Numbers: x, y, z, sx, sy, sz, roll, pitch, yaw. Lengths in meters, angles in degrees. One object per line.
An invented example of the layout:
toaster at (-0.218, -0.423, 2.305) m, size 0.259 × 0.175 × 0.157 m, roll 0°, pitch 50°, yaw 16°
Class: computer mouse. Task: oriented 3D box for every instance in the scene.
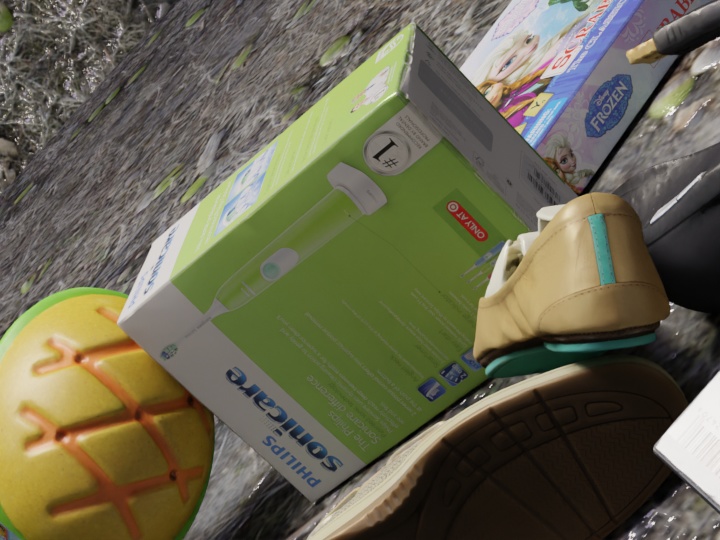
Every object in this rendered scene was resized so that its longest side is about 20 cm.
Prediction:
computer mouse at (0.139, -0.034, 0.643) m, size 0.199 × 0.140 × 0.046 m, roll -22°, pitch 42°, yaw 52°

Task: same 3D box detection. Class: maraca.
maraca at (-0.141, 0.105, 0.887) m, size 0.107 × 0.136 × 0.202 m, roll -30°, pitch 45°, yaw 56°

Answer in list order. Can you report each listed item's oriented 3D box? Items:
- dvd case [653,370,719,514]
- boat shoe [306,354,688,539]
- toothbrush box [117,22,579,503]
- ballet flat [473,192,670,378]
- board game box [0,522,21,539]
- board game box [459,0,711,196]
dvd case at (0.194, 0.018, 0.477) m, size 0.200 × 0.025 × 0.150 m, roll -49°, pitch 40°, yaw 3°
boat shoe at (0.044, 0.090, 0.694) m, size 0.199 × 0.072 × 0.065 m, roll -37°, pitch 10°, yaw 21°
toothbrush box at (0.000, 0.000, 0.867) m, size 0.200 × 0.146 × 0.086 m, roll -39°, pitch 19°, yaw 25°
ballet flat at (0.085, 0.007, 0.711) m, size 0.068 × 0.064 × 0.200 m, roll -9°, pitch -6°, yaw -8°
board game box at (-0.173, 0.183, 0.779) m, size 0.103 × 0.200 × 0.105 m, roll -48°, pitch 17°, yaw -7°
board game box at (0.102, -0.101, 1.023) m, size 0.201 × 0.041 × 0.199 m, roll -53°, pitch 18°, yaw -20°
